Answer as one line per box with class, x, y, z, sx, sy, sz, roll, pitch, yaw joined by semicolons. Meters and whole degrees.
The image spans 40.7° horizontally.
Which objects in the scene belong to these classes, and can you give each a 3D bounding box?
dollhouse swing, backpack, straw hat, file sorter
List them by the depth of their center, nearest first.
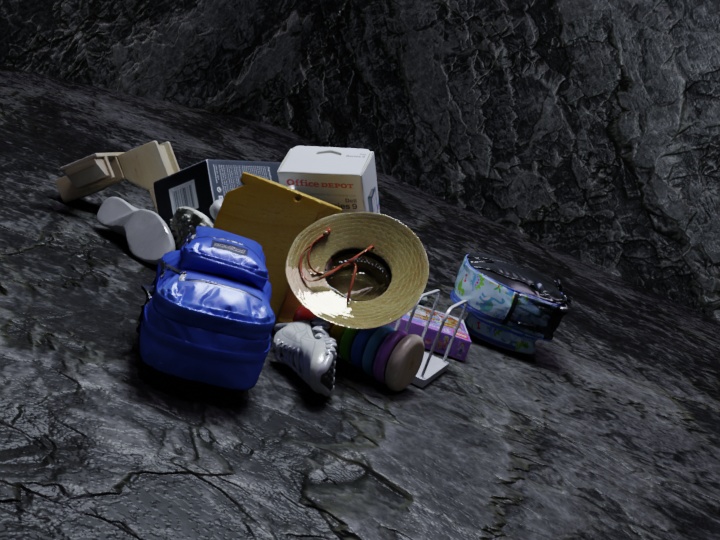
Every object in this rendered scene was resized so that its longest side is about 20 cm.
backpack;-0.184;0.045;1.160;0.162;0.168;0.200;11;17;-9
straw hat;-0.003;0.015;1.388;0.201;0.201;0.085;23;-27;14
dollhouse swing;-0.119;-0.025;1.489;0.182;0.200;0.176;22;6;10
file sorter;0.045;0.071;1.492;0.200;0.125;0.139;23;12;17
backpack;0.269;0.062;1.825;0.200;0.147;0.183;23;13;-1

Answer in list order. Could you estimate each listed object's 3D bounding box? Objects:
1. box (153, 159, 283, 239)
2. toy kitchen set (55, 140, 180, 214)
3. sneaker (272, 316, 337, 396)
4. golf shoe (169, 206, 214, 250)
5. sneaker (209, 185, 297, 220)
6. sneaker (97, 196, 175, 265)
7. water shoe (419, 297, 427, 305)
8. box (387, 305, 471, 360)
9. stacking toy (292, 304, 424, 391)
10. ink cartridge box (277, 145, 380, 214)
box;-0.231;-0.121;1.689;0.148;0.107;0.200;-16;-6;40
toy kitchen set;-0.424;-0.116;1.712;0.200;0.181;0.163;-19;3;10
sneaker;-0.074;0.112;1.282;0.081;0.075;0.200;4;12;-9
golf shoe;-0.216;-0.033;1.566;0.200;0.078;0.097;42;28;2
sneaker;-0.138;-0.096;1.547;0.200;0.099;0.078;12;24;-7
sneaker;-0.350;-0.060;1.607;0.200;0.075;0.088;34;-2;40
water shoe;0.047;0.012;1.788;0.200;0.079;0.071;21;-22;-32
box;0.086;0.089;1.676;0.200;0.039;0.137;19;12;-4
stacking toy;-0.011;0.096;1.395;0.200;0.085;0.085;24;13;25
ink cartridge box;-0.046;-0.099;1.614;0.145;0.200;0.088;4;36;14
